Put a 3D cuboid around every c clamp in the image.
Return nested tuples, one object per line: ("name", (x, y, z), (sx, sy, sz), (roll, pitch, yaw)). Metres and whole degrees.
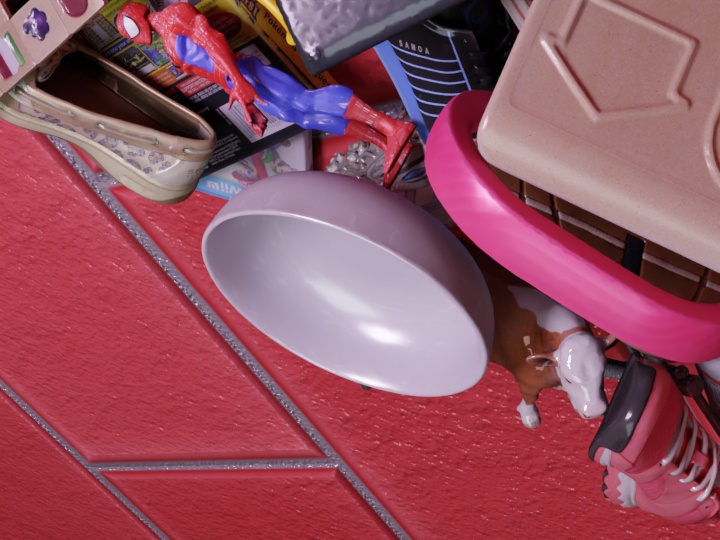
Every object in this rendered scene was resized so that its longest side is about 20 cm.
("c clamp", (0.160, 0.050, 0.860), (0.172, 0.027, 0.199), (59, 161, -22))

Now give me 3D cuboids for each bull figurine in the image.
("bull figurine", (0.107, 0.046, 0.852), (0.200, 0.065, 0.122), (41, 156, 38))

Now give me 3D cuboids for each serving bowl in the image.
("serving bowl", (0.000, 0.000, 0.797), (0.197, 0.066, 0.201), (21, 153, 11))

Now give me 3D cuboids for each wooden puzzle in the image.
("wooden puzzle", (0.175, -0.111, 0.615), (0.183, 0.203, 0.046), (24, 178, 1))

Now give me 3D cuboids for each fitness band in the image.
("fitness band", (0.127, -0.032, 0.654), (0.198, 0.144, 0.038), (31, 127, -1))

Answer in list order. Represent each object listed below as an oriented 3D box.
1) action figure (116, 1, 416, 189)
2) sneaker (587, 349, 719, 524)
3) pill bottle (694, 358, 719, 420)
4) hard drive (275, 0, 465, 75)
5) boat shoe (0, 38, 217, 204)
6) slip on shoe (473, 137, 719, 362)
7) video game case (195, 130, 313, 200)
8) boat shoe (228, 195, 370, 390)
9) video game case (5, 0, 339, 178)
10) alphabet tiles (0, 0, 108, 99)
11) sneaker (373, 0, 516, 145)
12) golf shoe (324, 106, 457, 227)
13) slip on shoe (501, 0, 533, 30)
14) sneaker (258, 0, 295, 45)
("action figure", (-0.063, -0.112, 0.757), (0.198, 0.052, 0.065), (31, 175, 7))
("sneaker", (0.199, 0.112, 0.778), (0.086, 0.075, 0.200), (22, 165, 23))
("pill bottle", (0.292, 0.089, 0.834), (0.107, 0.110, 0.201), (0, 138, 32))
("hard drive", (0.033, -0.199, 0.587), (0.198, 0.033, 0.141), (-23, 98, 20))
("boat shoe", (-0.186, -0.123, 0.824), (0.198, 0.074, 0.063), (30, 137, -11))
("slip on shoe", (0.131, -0.006, 0.727), (0.198, 0.077, 0.061), (25, 152, -10))
("video game case", (-0.102, -0.123, 0.886), (0.141, 0.018, 0.201), (16, 144, 12))
("boat shoe", (-0.040, 0.021, 0.963), (0.201, 0.061, 0.072), (41, 178, -28))
("video game case", (-0.133, -0.145, 0.841), (0.198, 0.026, 0.181), (-17, 127, 45))
("alphabet tiles", (-0.261, -0.207, 0.777), (0.166, 0.008, 0.202), (-31, 87, 29))
("sneaker", (0.062, -0.121, 0.717), (0.201, 0.070, 0.078), (51, 157, -19))
("golf shoe", (0.032, -0.049, 0.854), (0.097, 0.079, 0.199), (34, 146, -23))
("slip on shoe", (0.149, -0.104, 0.659), (0.061, 0.074, 0.201), (-43, 75, 35))
("sneaker", (-0.075, -0.207, 0.681), (0.200, 0.077, 0.073), (44, 144, 18))
